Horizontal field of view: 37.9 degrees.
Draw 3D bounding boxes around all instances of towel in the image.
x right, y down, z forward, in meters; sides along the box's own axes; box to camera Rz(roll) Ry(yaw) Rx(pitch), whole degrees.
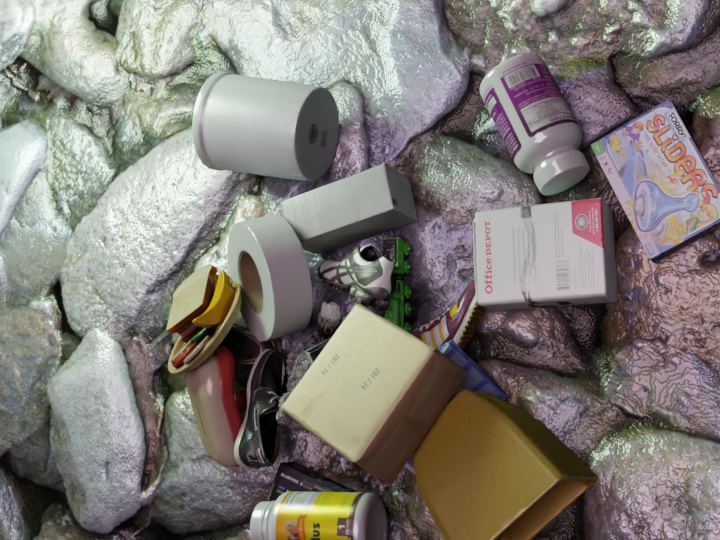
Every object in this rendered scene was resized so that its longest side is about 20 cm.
[{"bbox_3d":[0.111,0.214,1.611,0.200,0.024,0.147,-42,110,11],"label":"towel"}]

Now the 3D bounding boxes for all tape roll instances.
[{"bbox_3d":[-0.151,0.013,1.729,0.202,0.070,0.204,40,137,51],"label":"tape roll"}]

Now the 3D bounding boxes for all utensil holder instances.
[{"bbox_3d":[-0.159,-0.243,1.783,0.198,0.170,0.172,11,87,26],"label":"utensil holder"}]

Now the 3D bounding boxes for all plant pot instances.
[{"bbox_3d":[0.187,0.285,1.519,0.194,0.195,0.200,-45,64,12],"label":"plant pot"}]

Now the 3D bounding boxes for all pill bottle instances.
[{"bbox_3d":[0.270,-0.221,1.603,0.112,0.112,0.201,-30,70,19],"label":"pill bottle"},{"bbox_3d":[-0.066,0.397,1.617,0.198,0.109,0.110,-5,80,24],"label":"pill bottle"}]

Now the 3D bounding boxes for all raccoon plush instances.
[{"bbox_3d":[-0.086,0.162,1.670,0.096,0.134,0.202,6,122,9],"label":"raccoon plush"}]

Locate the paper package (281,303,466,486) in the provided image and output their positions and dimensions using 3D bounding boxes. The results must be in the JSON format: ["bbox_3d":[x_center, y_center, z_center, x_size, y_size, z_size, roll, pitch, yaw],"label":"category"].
[{"bbox_3d":[0.018,0.176,1.528,0.190,0.103,0.201,29,81,43],"label":"paper package"}]

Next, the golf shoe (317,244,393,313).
[{"bbox_3d":[0.000,0.000,1.689,0.200,0.077,0.095,26,98,57],"label":"golf shoe"}]

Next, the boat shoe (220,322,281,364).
[{"bbox_3d":[-0.234,0.122,1.821,0.199,0.059,0.072,14,88,27],"label":"boat shoe"}]

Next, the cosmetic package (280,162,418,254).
[{"bbox_3d":[-0.017,-0.098,1.726,0.199,0.107,0.091,-20,73,20],"label":"cosmetic package"}]

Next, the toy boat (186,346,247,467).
[{"bbox_3d":[-0.211,0.222,1.767,0.130,0.130,0.202,11,117,64],"label":"toy boat"}]

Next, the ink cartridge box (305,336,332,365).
[{"bbox_3d":[0.001,0.194,1.644,0.099,0.039,0.201,-28,97,-11],"label":"ink cartridge box"}]

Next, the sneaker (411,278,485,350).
[{"bbox_3d":[0.126,0.095,1.643,0.090,0.075,0.201,26,92,21],"label":"sneaker"}]

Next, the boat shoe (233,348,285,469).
[{"bbox_3d":[-0.149,0.225,1.717,0.067,0.072,0.202,-12,59,42],"label":"boat shoe"}]

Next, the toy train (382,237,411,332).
[{"bbox_3d":[0.056,0.043,1.695,0.041,0.056,0.202,-4,80,25],"label":"toy train"}]

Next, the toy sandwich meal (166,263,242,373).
[{"bbox_3d":[-0.273,0.078,1.749,0.205,0.070,0.206,-42,22,21],"label":"toy sandwich meal"}]

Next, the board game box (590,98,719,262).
[{"bbox_3d":[0.444,-0.132,1.547,0.135,0.034,0.201,-30,70,19],"label":"board game box"}]

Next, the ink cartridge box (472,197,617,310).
[{"bbox_3d":[0.278,-0.021,1.582,0.198,0.083,0.147,-5,80,26],"label":"ink cartridge box"}]

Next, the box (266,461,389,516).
[{"bbox_3d":[-0.075,0.440,1.700,0.199,0.050,0.200,19,91,26],"label":"box"}]
